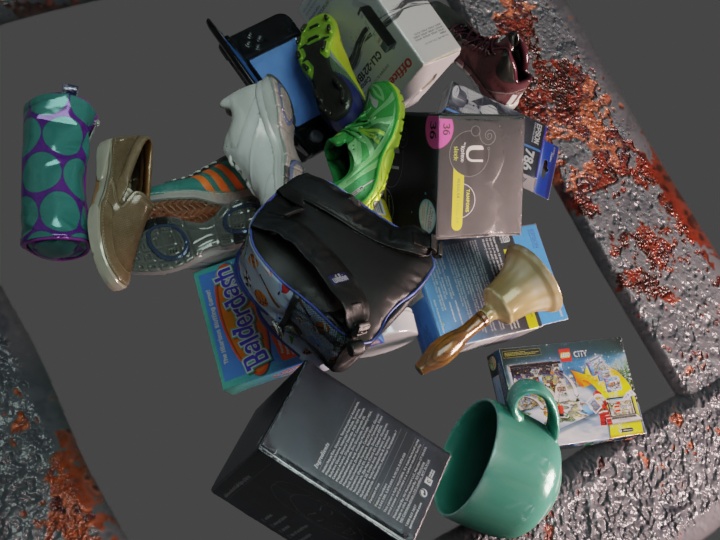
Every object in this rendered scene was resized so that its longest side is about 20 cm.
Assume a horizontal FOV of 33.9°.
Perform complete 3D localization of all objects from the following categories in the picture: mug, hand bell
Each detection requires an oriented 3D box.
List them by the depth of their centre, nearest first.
[{"bbox_3d":[0.182,0.239,1.427,0.114,0.185,0.153,25,50,-15],"label":"mug"},{"bbox_3d":[0.147,0.066,1.486,0.199,0.104,0.104,-37,86,-16],"label":"hand bell"}]

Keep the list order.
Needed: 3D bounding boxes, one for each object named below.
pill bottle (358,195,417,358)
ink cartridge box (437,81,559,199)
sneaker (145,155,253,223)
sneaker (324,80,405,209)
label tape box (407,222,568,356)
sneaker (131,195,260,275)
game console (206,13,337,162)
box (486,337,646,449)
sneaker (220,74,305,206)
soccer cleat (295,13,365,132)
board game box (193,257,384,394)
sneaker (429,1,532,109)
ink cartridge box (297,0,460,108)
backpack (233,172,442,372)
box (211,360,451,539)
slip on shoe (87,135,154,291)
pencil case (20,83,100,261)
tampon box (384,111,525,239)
[{"bbox_3d":[0.000,0.000,1.491,0.113,0.114,0.202,-8,72,-25],"label":"pill bottle"},{"bbox_3d":[0.202,-0.187,1.699,0.198,0.039,0.100,22,61,-14],"label":"ink cartridge box"},{"bbox_3d":[-0.185,-0.100,1.488,0.198,0.072,0.080,-4,53,-20],"label":"sneaker"},{"bbox_3d":[0.002,-0.159,1.453,0.083,0.074,0.202,22,59,-14],"label":"sneaker"},{"bbox_3d":[0.160,0.027,1.575,0.198,0.063,0.146,-10,74,-26],"label":"label tape box"},{"bbox_3d":[-0.197,-0.025,1.441,0.198,0.087,0.075,-12,64,-7],"label":"sneaker"},{"bbox_3d":[-0.095,-0.257,1.557,0.175,0.116,0.201,-32,84,-30],"label":"game console"},{"bbox_3d":[0.277,0.167,1.582,0.198,0.038,0.138,-3,70,-24],"label":"box"},{"bbox_3d":[-0.116,-0.131,1.416,0.086,0.074,0.202,-15,70,14],"label":"sneaker"},{"bbox_3d":[-0.036,-0.258,1.572,0.084,0.064,0.201,40,28,-49],"label":"soccer cleat"},{"bbox_3d":[-0.087,0.044,1.417,0.198,0.045,0.153,-20,74,7],"label":"board game box"},{"bbox_3d":[0.180,-0.332,1.705,0.200,0.116,0.076,48,59,2],"label":"sneaker"},{"bbox_3d":[0.024,-0.330,1.617,0.083,0.144,0.201,-31,82,-38],"label":"ink cartridge box"},{"bbox_3d":[-0.039,-0.002,1.296,0.190,0.154,0.200,44,46,2],"label":"backpack"},{"bbox_3d":[-0.037,0.229,1.329,0.196,0.200,0.125,32,59,-8],"label":"box"},{"bbox_3d":[-0.275,-0.073,1.390,0.060,0.076,0.202,-12,56,13],"label":"slip on shoe"},{"bbox_3d":[-0.357,-0.113,1.404,0.091,0.085,0.202,2,68,-15],"label":"pencil case"},{"bbox_3d":[0.106,-0.126,1.514,0.125,0.200,0.152,-3,99,-23],"label":"tampon box"}]
